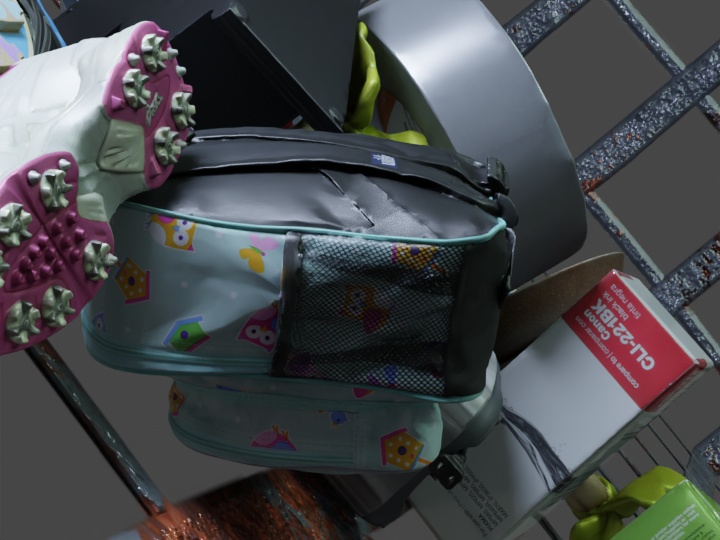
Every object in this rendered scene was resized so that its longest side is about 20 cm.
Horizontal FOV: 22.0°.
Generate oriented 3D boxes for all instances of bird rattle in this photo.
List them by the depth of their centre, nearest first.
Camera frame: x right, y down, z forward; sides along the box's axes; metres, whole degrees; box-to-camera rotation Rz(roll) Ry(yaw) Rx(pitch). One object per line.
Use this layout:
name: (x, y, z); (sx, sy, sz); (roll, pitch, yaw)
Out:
bird rattle: (-0.059, -0.063, 1.098); (0.163, 0.199, 0.113); (-36, 108, -43)
bird rattle: (0.149, 0.155, 1.475); (0.200, 0.113, 0.163); (37, -1, -16)

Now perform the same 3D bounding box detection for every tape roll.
tape roll: (0.062, -0.083, 1.165); (0.201, 0.066, 0.200); (57, -11, 18)

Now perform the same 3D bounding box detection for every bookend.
bookend: (-0.105, -0.109, 1.049); (0.092, 0.198, 0.200); (46, 26, -25)

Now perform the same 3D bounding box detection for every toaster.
toaster: (0.003, 0.058, 1.061); (0.129, 0.114, 0.200); (45, 10, -5)

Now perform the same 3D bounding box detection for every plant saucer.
plant saucer: (0.108, 0.049, 1.330); (0.037, 0.200, 0.200); (62, 12, 10)

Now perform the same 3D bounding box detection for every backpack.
backpack: (-0.037, 0.007, 0.890); (0.199, 0.154, 0.176); (12, 17, -3)

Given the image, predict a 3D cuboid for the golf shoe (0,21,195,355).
golf shoe: (-0.144, -0.033, 0.781); (0.200, 0.091, 0.076); (-60, 142, -48)

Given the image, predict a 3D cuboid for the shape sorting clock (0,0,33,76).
shape sorting clock: (-0.235, -0.148, 0.851); (0.200, 0.039, 0.200); (37, 26, -21)

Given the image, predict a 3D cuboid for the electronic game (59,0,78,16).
electronic game: (-0.144, -0.136, 1.325); (0.200, 0.042, 0.200); (49, 10, -11)

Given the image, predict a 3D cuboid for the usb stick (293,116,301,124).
usb stick: (-0.041, -0.090, 1.416); (0.200, 0.032, 0.056); (46, 41, -27)

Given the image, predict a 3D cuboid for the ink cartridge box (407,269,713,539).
ink cartridge box: (0.128, 0.098, 1.219); (0.084, 0.200, 0.144); (48, 9, 12)

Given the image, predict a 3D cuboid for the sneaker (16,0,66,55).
sneaker: (-0.216, -0.159, 0.981); (0.200, 0.071, 0.083); (57, 5, 18)

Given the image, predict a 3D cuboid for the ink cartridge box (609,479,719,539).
ink cartridge box: (0.209, 0.232, 1.238); (0.076, 0.148, 0.200); (54, 9, 29)
